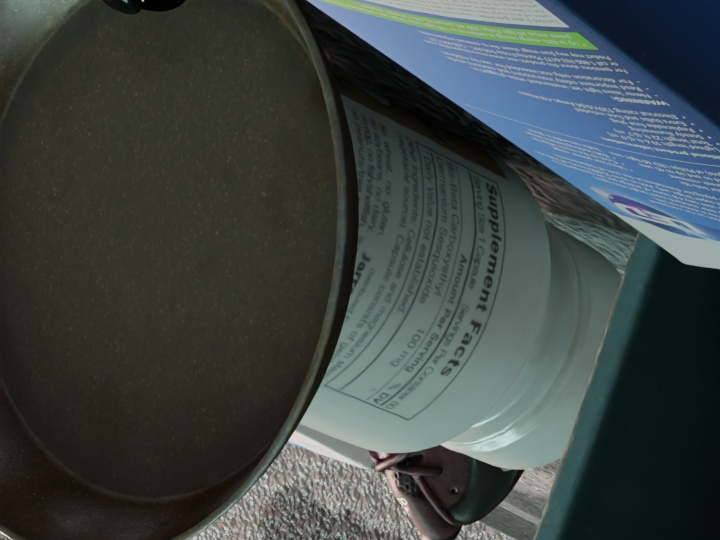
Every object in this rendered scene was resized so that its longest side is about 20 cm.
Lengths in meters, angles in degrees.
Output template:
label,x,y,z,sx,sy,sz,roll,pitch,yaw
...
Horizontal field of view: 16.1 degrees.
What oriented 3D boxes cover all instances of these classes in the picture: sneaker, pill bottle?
label,x,y,z,sx,sy,sz,roll,pitch,yaw
sneaker,-0.004,0.061,0.995,0.199,0.116,0.076,-14,-170,-15
pill bottle,0.000,0.000,0.879,0.200,0.115,0.114,25,175,-42

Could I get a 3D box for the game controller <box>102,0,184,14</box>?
label,x,y,z,sx,sy,sz,roll,pitch,yaw
game controller,-0.134,-0.130,0.700,0.200,0.042,0.104,25,173,0

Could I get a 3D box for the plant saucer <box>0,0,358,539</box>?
label,x,y,z,sx,sy,sz,roll,pitch,yaw
plant saucer,-0.070,-0.012,0.773,0.200,0.201,0.034,19,-170,41

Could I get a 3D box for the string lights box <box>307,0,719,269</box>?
label,x,y,z,sx,sy,sz,roll,pitch,yaw
string lights box,0.055,-0.056,0.523,0.200,0.059,0.103,31,171,-40

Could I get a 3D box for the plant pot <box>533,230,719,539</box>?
label,x,y,z,sx,sy,sz,roll,pitch,yaw
plant pot,0.185,0.102,0.741,0.196,0.196,0.200,19,179,40

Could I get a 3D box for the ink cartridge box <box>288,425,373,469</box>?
label,x,y,z,sx,sy,sz,roll,pitch,yaw
ink cartridge box,-0.086,0.041,1.613,0.200,0.084,0.145,29,172,-26
